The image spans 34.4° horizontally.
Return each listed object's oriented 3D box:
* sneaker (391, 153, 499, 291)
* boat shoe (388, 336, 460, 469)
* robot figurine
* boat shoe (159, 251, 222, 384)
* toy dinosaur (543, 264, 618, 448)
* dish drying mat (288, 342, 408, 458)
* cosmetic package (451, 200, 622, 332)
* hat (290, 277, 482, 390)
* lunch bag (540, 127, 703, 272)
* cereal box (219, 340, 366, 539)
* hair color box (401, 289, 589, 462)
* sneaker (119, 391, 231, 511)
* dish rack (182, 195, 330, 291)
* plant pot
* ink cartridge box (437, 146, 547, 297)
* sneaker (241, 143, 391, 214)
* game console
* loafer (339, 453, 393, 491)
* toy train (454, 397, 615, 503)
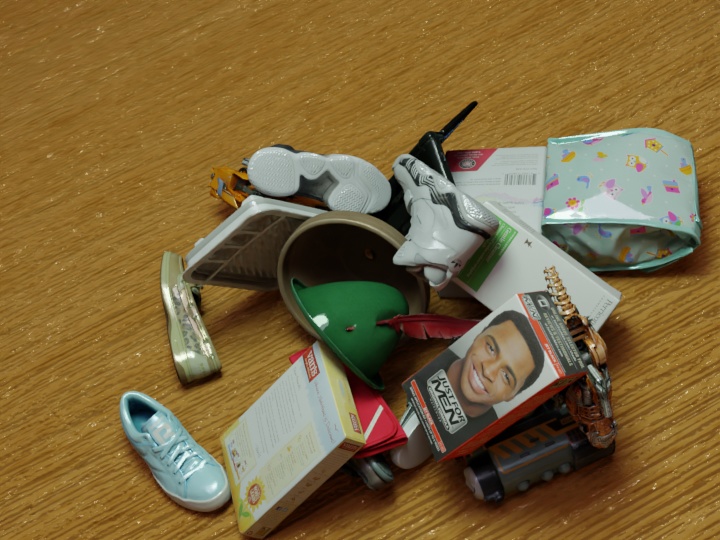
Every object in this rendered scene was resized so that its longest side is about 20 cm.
[{"bbox_3d":[0.075,-0.058,1.393,0.116,0.075,0.200,-55,39,7],"label":"sneaker"},{"bbox_3d":[0.090,0.158,1.415,0.056,0.069,0.200,20,53,35],"label":"boat shoe"},{"bbox_3d":[-0.122,-0.097,1.645,0.144,0.059,0.199,-1,24,-43],"label":"robot figurine"},{"bbox_3d":[-0.232,0.060,1.580,0.062,0.074,0.202,-13,59,-4],"label":"boat shoe"},{"bbox_3d":[0.237,0.091,1.269,0.100,0.203,0.136,-2,16,-14],"label":"toy dinosaur"},{"bbox_3d":[-0.017,0.150,1.397,0.076,0.018,0.200,-17,38,-17],"label":"dish drying mat"},{"bbox_3d":[0.208,0.015,1.413,0.199,0.085,0.108,36,101,10],"label":"cosmetic package"},{"bbox_3d":[0.040,0.029,1.399,0.176,0.200,0.166,-40,44,6],"label":"hat"},{"bbox_3d":[0.341,-0.090,1.513,0.197,0.123,0.172,-3,49,16],"label":"lunch bag"},{"bbox_3d":[-0.083,0.200,1.369,0.200,0.039,0.145,-44,43,26],"label":"cereal box"},{"bbox_3d":[0.141,0.116,1.253,0.061,0.200,0.103,-4,60,-45],"label":"hair color box"},{"bbox_3d":[-0.239,0.220,1.435,0.199,0.082,0.074,31,65,33],"label":"sneaker"},{"bbox_3d":[-0.125,-0.038,1.516,0.171,0.199,0.044,-38,62,28],"label":"dish rack"},{"bbox_3d":[0.000,0.000,1.492,0.198,0.203,0.093,4,34,18],"label":"plant pot"},{"bbox_3d":[0.177,-0.065,1.559,0.145,0.086,0.202,1,53,15],"label":"ink cartridge box"},{"bbox_3d":[-0.061,-0.126,1.545,0.197,0.077,0.114,11,9,-19],"label":"sneaker"},{"bbox_3d":[0.093,-0.105,1.568,0.115,0.200,0.178,-3,63,-33],"label":"game console"},{"bbox_3d":[-0.028,0.205,1.412,0.063,0.072,0.200,-42,44,3],"label":"loafer"},{"bbox_3d":[0.200,0.190,1.348,0.197,0.086,0.115,-22,58,-4],"label":"toy train"}]
